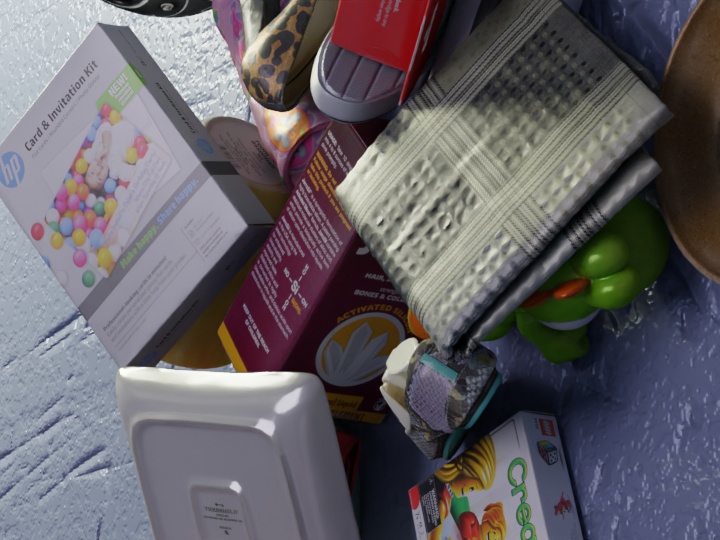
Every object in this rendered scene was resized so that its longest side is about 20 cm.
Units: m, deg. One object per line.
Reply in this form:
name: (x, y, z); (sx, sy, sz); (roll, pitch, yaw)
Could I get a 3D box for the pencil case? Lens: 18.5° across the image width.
pencil case: (-0.047, -0.143, 1.646); (0.088, 0.087, 0.201); (-57, 40, 30)

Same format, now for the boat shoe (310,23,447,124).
boat shoe: (0.023, -0.149, 1.496); (0.200, 0.072, 0.062); (-53, -13, -46)

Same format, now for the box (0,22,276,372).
box: (-0.170, -0.053, 1.590); (0.156, 0.041, 0.200); (-46, 67, 24)

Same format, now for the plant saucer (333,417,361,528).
plant saucer: (-0.054, 0.179, 1.612); (0.200, 0.036, 0.202); (-18, 68, 53)

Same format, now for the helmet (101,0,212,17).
helmet: (-0.159, -0.293, 1.749); (0.200, 0.190, 0.201); (21, -90, -86)

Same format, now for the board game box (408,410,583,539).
board game box: (0.094, 0.206, 1.387); (0.126, 0.034, 0.201); (-41, 50, 43)

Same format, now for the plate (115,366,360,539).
plate: (-0.087, 0.166, 1.522); (0.199, 0.032, 0.201); (0, 109, 40)

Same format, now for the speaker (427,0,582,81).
speaker: (0.108, -0.191, 1.426); (0.081, 0.081, 0.201); (38, 113, 53)

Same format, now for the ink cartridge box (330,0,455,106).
ink cartridge box: (0.039, -0.213, 1.433); (0.201, 0.067, 0.117); (-64, -7, -46)

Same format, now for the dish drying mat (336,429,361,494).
dish drying mat: (-0.064, 0.138, 1.590); (0.200, 0.018, 0.077); (13, 92, 57)

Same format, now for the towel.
towel: (0.086, -0.066, 1.330); (0.200, 0.034, 0.193); (-48, 38, 11)

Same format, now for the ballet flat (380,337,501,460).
ballet flat: (0.047, 0.072, 1.384); (0.200, 0.071, 0.073); (99, 173, -79)

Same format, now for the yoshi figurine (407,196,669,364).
yoshi figurine: (0.116, -0.004, 1.364); (0.199, 0.112, 0.113); (-2, 60, 55)

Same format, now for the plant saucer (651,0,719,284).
plant saucer: (0.243, -0.085, 1.239); (0.200, 0.035, 0.202); (-19, 66, 53)

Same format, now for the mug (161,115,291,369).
mug: (-0.101, -0.023, 1.661); (0.154, 0.186, 0.150); (-56, 14, 29)

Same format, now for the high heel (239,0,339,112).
high heel: (0.000, -0.194, 1.556); (0.199, 0.071, 0.143); (-31, 41, 19)

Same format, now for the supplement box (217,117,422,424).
supplement box: (0.000, 0.000, 1.510); (0.201, 0.110, 0.086); (-60, 40, 27)
